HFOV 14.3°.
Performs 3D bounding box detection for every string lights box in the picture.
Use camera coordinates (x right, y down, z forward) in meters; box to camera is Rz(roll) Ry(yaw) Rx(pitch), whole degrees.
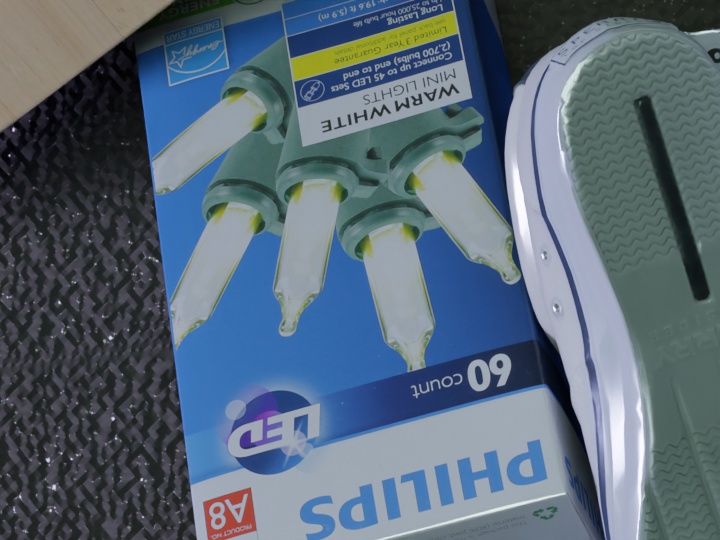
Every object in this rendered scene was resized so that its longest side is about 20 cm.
[{"bbox_3d":[0.000,0.000,0.809,0.102,0.059,0.201,-16,57,9],"label":"string lights box"}]

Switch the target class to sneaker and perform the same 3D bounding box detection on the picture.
[{"bbox_3d":[0.087,0.032,0.743,0.073,0.071,0.201,-13,96,-8],"label":"sneaker"}]

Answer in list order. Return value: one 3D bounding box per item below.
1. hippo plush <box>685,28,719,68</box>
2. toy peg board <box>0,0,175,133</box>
[{"bbox_3d":[0.148,-0.076,0.748,0.199,0.161,0.160,-15,94,8],"label":"hippo plush"},{"bbox_3d":[-0.136,-0.148,0.840,0.199,0.098,0.200,-33,103,35],"label":"toy peg board"}]
